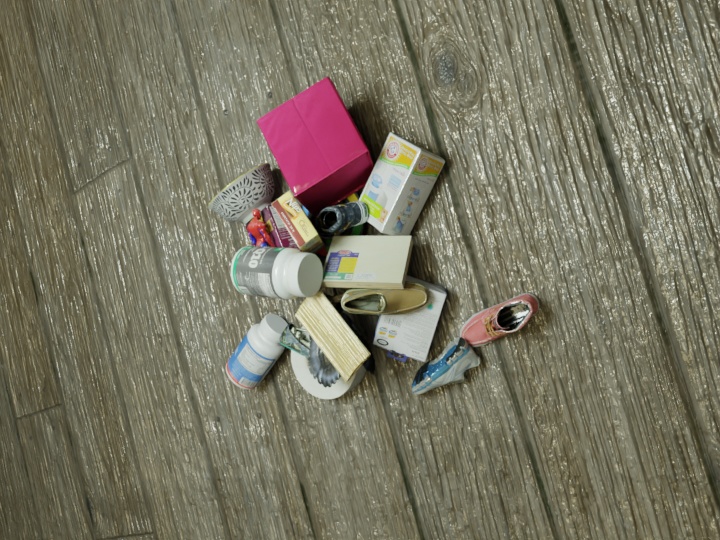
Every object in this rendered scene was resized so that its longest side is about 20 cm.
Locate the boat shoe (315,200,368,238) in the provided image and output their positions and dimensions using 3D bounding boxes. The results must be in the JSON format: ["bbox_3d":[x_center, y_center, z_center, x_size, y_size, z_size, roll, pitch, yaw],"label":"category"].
[{"bbox_3d":[-0.073,-0.118,1.272,0.199,0.089,0.073,-18,86,54],"label":"boat shoe"}]

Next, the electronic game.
[{"bbox_3d":[-0.073,-0.131,1.379,0.196,0.041,0.206,2,95,27],"label":"electronic game"}]

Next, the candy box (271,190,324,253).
[{"bbox_3d":[-0.140,-0.103,1.248,0.055,0.200,0.117,-33,86,-2],"label":"candy box"}]

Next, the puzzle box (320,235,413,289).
[{"bbox_3d":[0.014,-0.021,1.219,0.195,0.026,0.135,1,54,20],"label":"puzzle box"}]

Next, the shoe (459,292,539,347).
[{"bbox_3d":[0.294,0.113,1.177,0.198,0.091,0.073,-33,79,25],"label":"shoe"}]

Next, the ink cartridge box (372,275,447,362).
[{"bbox_3d":[0.110,0.122,1.264,0.133,0.076,0.205,17,100,5],"label":"ink cartridge box"}]

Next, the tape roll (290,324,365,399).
[{"bbox_3d":[-0.081,0.223,1.394,0.198,0.070,0.208,2,95,28],"label":"tape roll"}]

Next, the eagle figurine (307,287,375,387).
[{"bbox_3d":[-0.050,0.154,1.268,0.148,0.151,0.205,0,107,20],"label":"eagle figurine"}]

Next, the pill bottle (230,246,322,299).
[{"bbox_3d":[-0.188,0.005,1.214,0.196,0.112,0.116,4,96,33],"label":"pill bottle"}]

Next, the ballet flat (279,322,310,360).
[{"bbox_3d":[-0.118,0.192,1.335,0.197,0.074,0.076,27,105,21],"label":"ballet flat"}]

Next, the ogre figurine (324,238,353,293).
[{"bbox_3d":[0.000,0.000,1.320,0.118,0.097,0.204,-24,80,31],"label":"ogre figurine"}]

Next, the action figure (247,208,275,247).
[{"bbox_3d":[-0.242,-0.051,1.334,0.064,0.051,0.205,-5,99,41],"label":"action figure"}]

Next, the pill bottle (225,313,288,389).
[{"bbox_3d":[-0.276,0.219,1.472,0.112,0.112,0.201,44,111,17],"label":"pill bottle"}]

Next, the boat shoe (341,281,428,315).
[{"bbox_3d":[0.055,0.070,1.182,0.195,0.076,0.074,-9,95,3],"label":"boat shoe"}]

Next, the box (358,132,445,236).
[{"bbox_3d":[0.089,-0.195,1.241,0.112,0.100,0.203,40,112,38],"label":"box"}]

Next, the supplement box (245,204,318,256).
[{"bbox_3d":[-0.199,-0.058,1.397,0.130,0.102,0.204,-31,79,47],"label":"supplement box"}]

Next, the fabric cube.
[{"bbox_3d":[-0.093,-0.281,1.260,0.197,0.196,0.202,-30,78,3],"label":"fabric cube"}]

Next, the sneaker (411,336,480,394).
[{"bbox_3d":[0.199,0.244,1.253,0.086,0.076,0.200,37,125,-13],"label":"sneaker"}]

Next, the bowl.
[{"bbox_3d":[-0.295,-0.184,1.418,0.199,0.201,0.095,-34,94,25],"label":"bowl"}]

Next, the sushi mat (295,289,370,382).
[{"bbox_3d":[-0.065,0.141,1.200,0.201,0.012,0.096,50,119,17],"label":"sushi mat"}]
